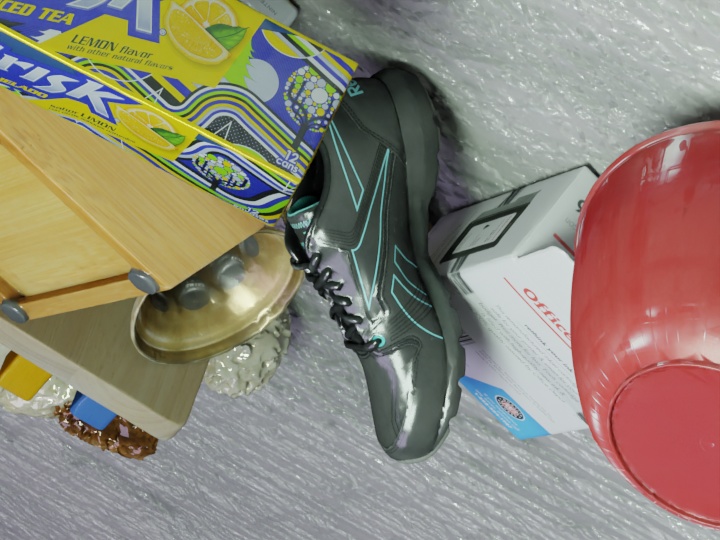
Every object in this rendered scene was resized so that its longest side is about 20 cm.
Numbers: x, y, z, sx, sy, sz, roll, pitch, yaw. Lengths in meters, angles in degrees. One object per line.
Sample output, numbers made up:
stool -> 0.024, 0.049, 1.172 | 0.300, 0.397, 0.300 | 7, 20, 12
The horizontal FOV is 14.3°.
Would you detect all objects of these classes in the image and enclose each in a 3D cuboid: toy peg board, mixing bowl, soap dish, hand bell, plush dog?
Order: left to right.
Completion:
soap dish -> -0.159, -0.049, 1.432 | 0.157, 0.081, 0.200 | 44, 153, -21
toy peg board -> -0.179, -0.008, 1.615 | 0.199, 0.200, 0.098 | 33, 133, -14
plush dog -> -0.164, 0.019, 1.747 | 0.200, 0.172, 0.161 | 30, 156, 24
hand bell -> -0.120, -0.055, 1.582 | 0.200, 0.104, 0.104 | 57, 169, 32
mixing bowl -> 0.172, 0.045, 1.272 | 0.200, 0.108, 0.200 | 16, 135, 17

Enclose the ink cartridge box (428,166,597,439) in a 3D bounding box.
ink cartridge box -> 0.107, 0.017, 1.459 | 0.116, 0.068, 0.200 | 45, 158, -13

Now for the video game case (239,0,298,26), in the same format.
video game case -> -0.137, -0.170, 1.545 | 0.182, 0.023, 0.200 | 43, 157, -10

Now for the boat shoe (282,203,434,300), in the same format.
boat shoe -> 0.004, -0.014, 1.573 | 0.069, 0.074, 0.200 | 43, 164, 40

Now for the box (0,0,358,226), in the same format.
box -> -0.107, -0.101, 1.290 | 0.200, 0.070, 0.064 | 27, 158, -3

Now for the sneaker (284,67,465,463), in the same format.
sneaker -> 0.000, 0.000, 1.449 | 0.075, 0.079, 0.200 | -11, 86, 63
